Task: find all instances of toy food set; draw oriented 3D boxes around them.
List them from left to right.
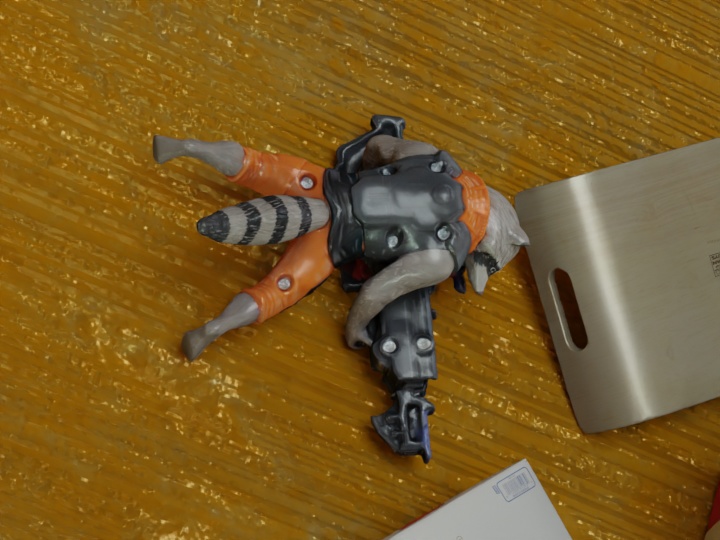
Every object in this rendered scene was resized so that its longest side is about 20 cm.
[{"bbox_3d":[0.192,0.001,1.380,0.200,0.060,0.144,-16,90,-28],"label":"toy food set"}]

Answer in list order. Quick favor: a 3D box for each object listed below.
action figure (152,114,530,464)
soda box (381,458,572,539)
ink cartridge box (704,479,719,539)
[{"bbox_3d":[0.000,0.000,1.256,0.193,0.105,0.200,-8,73,-18],"label":"action figure"},{"bbox_3d":[0.014,0.172,1.214,0.200,0.068,0.064,-26,84,-31],"label":"soda box"},{"bbox_3d":[0.233,0.182,1.267,0.086,0.148,0.200,20,64,-6],"label":"ink cartridge box"}]
